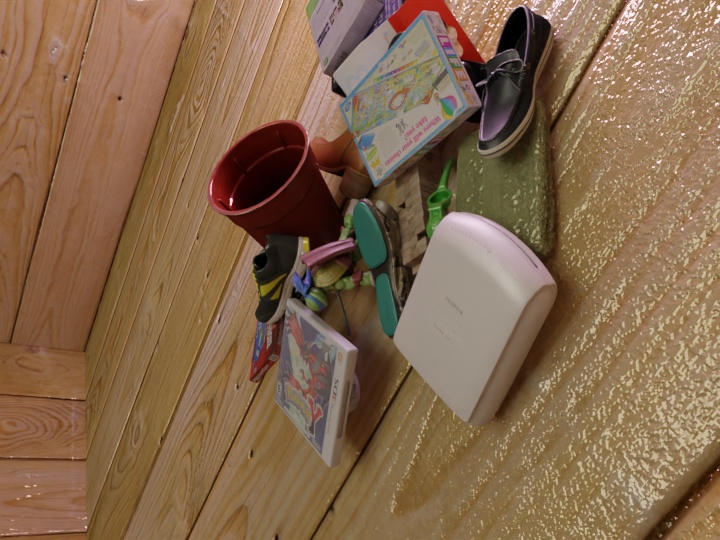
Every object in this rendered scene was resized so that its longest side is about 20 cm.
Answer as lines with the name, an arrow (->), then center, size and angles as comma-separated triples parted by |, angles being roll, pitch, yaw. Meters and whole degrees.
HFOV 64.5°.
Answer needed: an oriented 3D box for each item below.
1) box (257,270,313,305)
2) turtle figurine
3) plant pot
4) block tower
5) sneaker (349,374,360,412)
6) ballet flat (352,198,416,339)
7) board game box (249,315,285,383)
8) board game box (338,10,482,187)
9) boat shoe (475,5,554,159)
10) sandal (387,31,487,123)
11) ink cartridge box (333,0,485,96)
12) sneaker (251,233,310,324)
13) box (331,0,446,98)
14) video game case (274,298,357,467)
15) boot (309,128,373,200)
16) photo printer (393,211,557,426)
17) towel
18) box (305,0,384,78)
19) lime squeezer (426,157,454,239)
box -> -0.145, 0.022, 1.146 | 0.200, 0.045, 0.163 | -47, 43, 38
turtle figurine -> 0.000, 0.000, 0.910 | 0.198, 0.196, 0.144 | -63, 8, -15
plant pot -> -0.130, -0.114, 0.996 | 0.195, 0.196, 0.206 | -16, 49, 19
block tower -> 0.088, -0.097, 0.824 | 0.057, 0.053, 0.207 | -32, 54, 46
sneaker -> -0.060, 0.186, 0.960 | 0.199, 0.072, 0.084 | 41, 143, 49
ballet flat -> 0.045, -0.005, 0.820 | 0.067, 0.074, 0.207 | -26, 77, 51
board game box -> -0.167, 0.093, 1.058 | 0.103, 0.019, 0.204 | -46, 32, 38
board game box -> 0.060, -0.225, 0.780 | 0.198, 0.034, 0.138 | -33, 78, 48
boat shoe -> 0.176, -0.227, 0.682 | 0.074, 0.061, 0.205 | 0, 64, 55
sandal -> 0.112, -0.255, 0.766 | 0.197, 0.048, 0.077 | 32, 122, 20
ink cartridge box -> 0.070, -0.285, 0.834 | 0.162, 0.047, 0.198 | 52, 137, -5
sneaker -> -0.149, 0.008, 0.960 | 0.076, 0.082, 0.202 | -94, 28, -48
box -> 0.041, -0.391, 0.949 | 0.198, 0.102, 0.153 | -28, 57, 49
video game case -> -0.076, 0.166, 0.884 | 0.199, 0.022, 0.189 | 30, 116, 53
boot -> -0.013, -0.234, 1.011 | 0.200, 0.072, 0.158 | 48, 120, 38
photo printer -> 0.128, 0.047, 0.662 | 0.166, 0.068, 0.205 | 45, 126, 40
towel -> 0.176, -0.101, 0.708 | 0.147, 0.036, 0.207 | -21, 62, 51
box -> -0.032, -0.440, 0.953 | 0.145, 0.035, 0.205 | -48, 44, 37
lime squeezer -> 0.115, -0.073, 0.761 | 0.037, 0.069, 0.207 | -19, 63, 45
